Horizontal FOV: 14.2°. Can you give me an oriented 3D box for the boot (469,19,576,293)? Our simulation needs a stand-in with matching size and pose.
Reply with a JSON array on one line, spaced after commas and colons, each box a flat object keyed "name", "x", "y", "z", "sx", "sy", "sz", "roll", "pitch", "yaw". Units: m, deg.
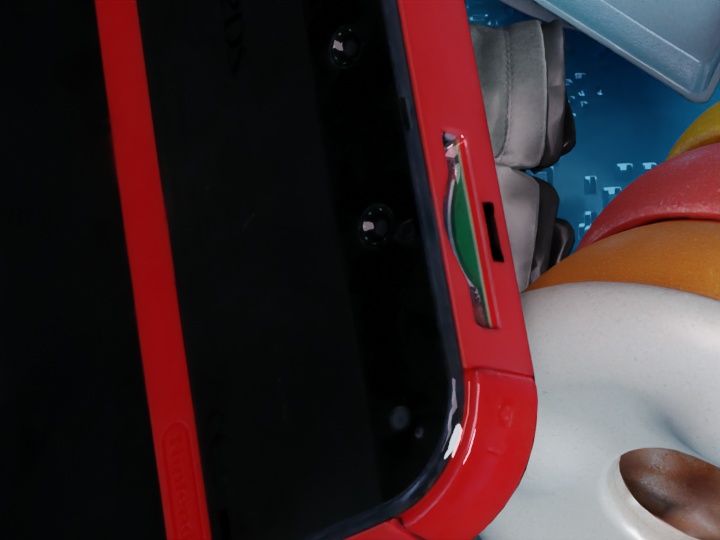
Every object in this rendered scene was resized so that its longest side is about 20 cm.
[{"name": "boot", "x": -0.010, "y": 0.012, "z": 0.818, "sx": 0.130, "sy": 0.068, "sz": 0.201, "roll": 13, "pitch": 79, "yaw": 4}]

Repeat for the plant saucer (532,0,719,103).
[{"name": "plant saucer", "x": 0.036, "y": -0.130, "z": 0.861, "sx": 0.200, "sy": 0.019, "sz": 0.070, "roll": 33, "pitch": 122, "yaw": 13}]

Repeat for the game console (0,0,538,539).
[{"name": "game console", "x": -0.042, "y": -0.006, "z": 0.751, "sx": 0.177, "sy": 0.031, "sz": 0.201, "roll": -25, "pitch": 63, "yaw": 33}]

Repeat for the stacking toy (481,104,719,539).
[{"name": "stacking toy", "x": 0.120, "y": 0.000, "z": 0.787, "sx": 0.146, "sy": 0.146, "sz": 0.200, "roll": 21, "pitch": 53, "yaw": 13}]

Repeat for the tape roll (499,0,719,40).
[{"name": "tape roll", "x": 0.086, "y": -0.173, "z": 0.863, "sx": 0.200, "sy": 0.201, "sz": 0.066, "roll": 32, "pitch": 36, "yaw": 15}]

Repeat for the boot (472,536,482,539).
[{"name": "boot", "x": 0.001, "y": 0.000, "z": 0.880, "sx": 0.200, "sy": 0.073, "sz": 0.182, "roll": 42, "pitch": 98, "yaw": 23}]
